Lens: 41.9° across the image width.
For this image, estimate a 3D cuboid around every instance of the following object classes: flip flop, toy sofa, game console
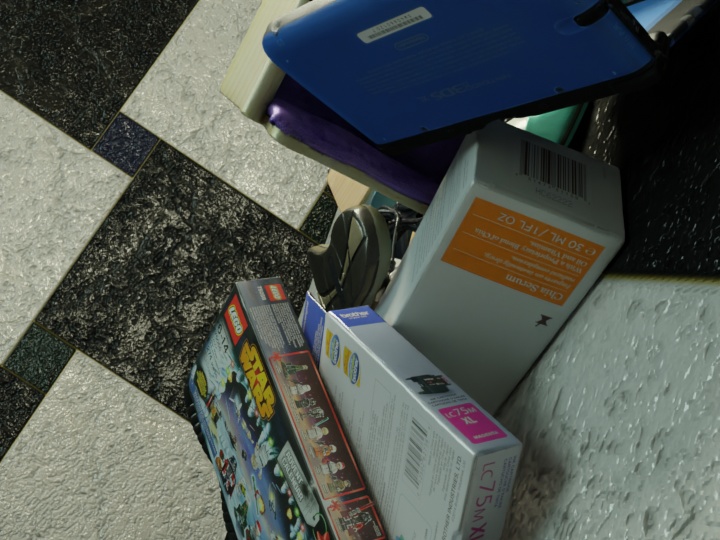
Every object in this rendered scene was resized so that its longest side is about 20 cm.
[{"bbox_3d":[0.000,0.000,0.741,0.200,0.057,0.082,126,128,-67],"label":"flip flop"},{"bbox_3d":[0.013,-0.105,0.641,0.084,0.198,0.098,-59,38,10],"label":"toy sofa"},{"bbox_3d":[0.075,-0.145,0.520,0.198,0.170,0.120,-8,56,48],"label":"game console"}]

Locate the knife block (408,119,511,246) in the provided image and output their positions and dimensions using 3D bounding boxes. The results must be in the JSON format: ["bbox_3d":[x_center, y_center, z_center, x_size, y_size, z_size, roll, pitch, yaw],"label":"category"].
[{"bbox_3d":[0.094,-0.046,0.816,0.176,0.063,0.203,123,165,-67],"label":"knife block"}]

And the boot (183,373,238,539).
[{"bbox_3d":[-0.058,0.167,0.826,0.077,0.137,0.203,-27,79,37],"label":"boot"}]

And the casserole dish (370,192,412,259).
[{"bbox_3d":[0.065,-0.074,0.983,0.121,0.039,0.200,-47,-17,-12],"label":"casserole dish"}]

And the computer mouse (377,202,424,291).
[{"bbox_3d":[0.032,0.034,0.782,0.109,0.043,0.203,-16,59,58],"label":"computer mouse"}]

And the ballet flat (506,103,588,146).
[{"bbox_3d":[0.108,-0.061,0.720,0.067,0.069,0.203,-75,6,-81],"label":"ballet flat"}]

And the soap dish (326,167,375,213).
[{"bbox_3d":[0.057,-0.147,1.012,0.201,0.081,0.157,-57,-18,23],"label":"soap dish"}]

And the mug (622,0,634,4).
[{"bbox_3d":[0.138,-0.224,0.605,0.185,0.149,0.116,138,135,-66],"label":"mug"}]

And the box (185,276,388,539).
[{"bbox_3d":[-0.059,0.127,0.651,0.137,0.039,0.202,-55,51,45],"label":"box"}]

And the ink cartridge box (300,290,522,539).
[{"bbox_3d":[0.018,0.106,0.596,0.200,0.041,0.121,38,128,47],"label":"ink cartridge box"}]

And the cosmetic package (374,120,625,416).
[{"bbox_3d":[0.080,0.008,0.620,0.072,0.100,0.201,-77,9,-45],"label":"cosmetic package"}]
